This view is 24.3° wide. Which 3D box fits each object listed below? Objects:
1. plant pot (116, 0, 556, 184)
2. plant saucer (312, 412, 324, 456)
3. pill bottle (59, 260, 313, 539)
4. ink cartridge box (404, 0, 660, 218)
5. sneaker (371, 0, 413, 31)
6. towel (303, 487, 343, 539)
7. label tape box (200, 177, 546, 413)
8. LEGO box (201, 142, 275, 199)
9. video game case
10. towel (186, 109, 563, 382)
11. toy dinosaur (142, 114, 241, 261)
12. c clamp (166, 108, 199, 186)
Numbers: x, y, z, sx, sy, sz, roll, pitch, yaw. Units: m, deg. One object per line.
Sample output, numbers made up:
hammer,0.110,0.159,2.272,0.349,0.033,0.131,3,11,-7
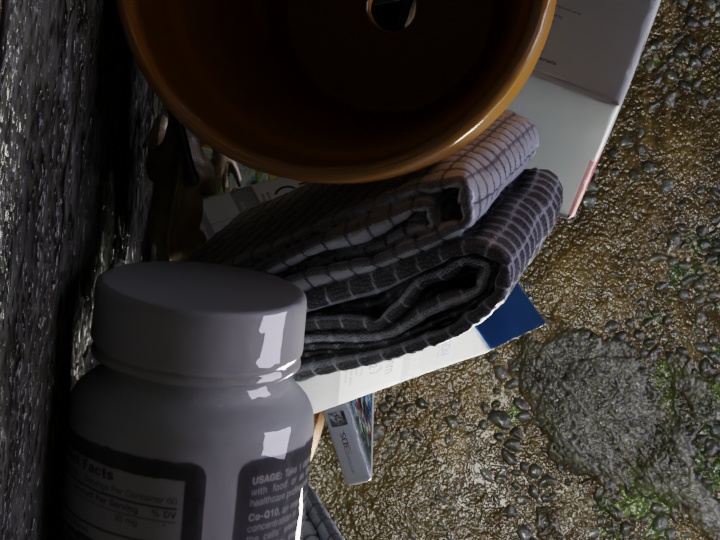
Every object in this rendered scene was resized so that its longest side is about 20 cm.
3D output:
plant pot,0.002,-0.141,0.823,0.183,0.200,0.200,-10,106,-80
plant saucer,-0.084,0.118,1.275,0.200,0.037,0.200,-40,-142,40
pill bottle,-0.080,0.103,0.763,0.113,0.113,0.200,-92,-172,-77
ink cartridge box,0.120,-0.171,1.114,0.145,0.144,0.200,100,13,-60
sneaker,0.007,-0.215,1.006,0.200,0.070,0.078,85,-12,-54
towel,-0.073,0.189,0.952,0.200,0.085,0.166,53,-33,42
label tape box,0.000,0.000,1.052,0.066,0.200,0.143,92,-26,-53
LEGO box,-0.101,0.021,1.194,0.149,0.077,0.200,98,-3,-58
video game case,-0.023,0.031,1.224,0.200,0.023,0.182,-88,163,-67
towel,0.000,-0.001,0.862,0.086,0.200,0.166,63,23,-10
toy dinosaur,-0.097,-0.053,0.907,0.101,0.058,0.200,-86,-178,-76
c clamp,-0.078,-0.149,0.896,0.200,0.027,0.171,-42,123,-65
